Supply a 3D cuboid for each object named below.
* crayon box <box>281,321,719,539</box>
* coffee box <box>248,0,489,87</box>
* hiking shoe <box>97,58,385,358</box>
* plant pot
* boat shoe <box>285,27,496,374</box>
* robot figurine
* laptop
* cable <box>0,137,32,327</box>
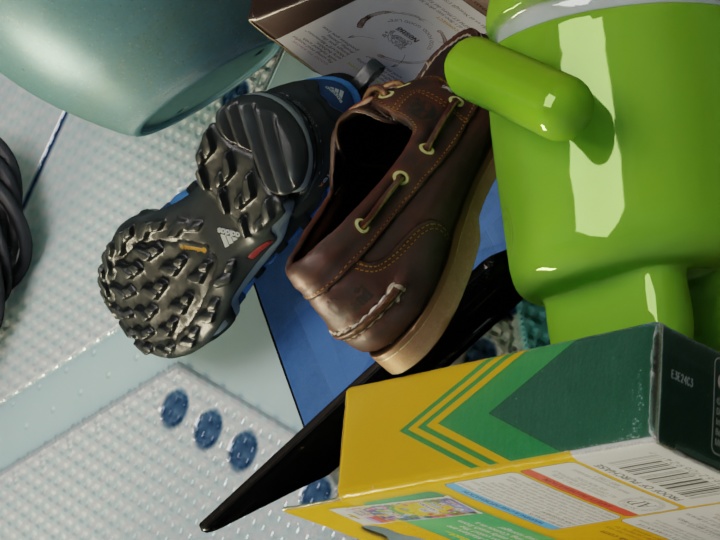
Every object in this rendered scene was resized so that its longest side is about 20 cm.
[{"bbox_3d":[0.081,0.077,1.172,0.199,0.125,0.052,-15,62,42],"label":"crayon box"},{"bbox_3d":[0.053,-0.166,1.336,0.199,0.080,0.114,-17,51,41],"label":"coffee box"},{"bbox_3d":[-0.055,-0.023,1.396,0.075,0.087,0.200,55,138,8],"label":"hiking shoe"},{"bbox_3d":[-0.111,-0.148,1.453,0.200,0.200,0.135,-34,85,31],"label":"plant pot"},{"bbox_3d":[0.021,-0.045,1.214,0.070,0.070,0.200,-43,17,36],"label":"boat shoe"},{"bbox_3d":[0.111,-0.058,1.173,0.115,0.175,0.201,-20,71,50],"label":"robot figurine"},{"bbox_3d":[0.000,0.000,1.306,0.187,0.200,0.116,-44,80,24],"label":"laptop"},{"bbox_3d":[-0.252,0.014,1.617,0.163,0.051,0.201,17,83,44],"label":"cable"}]
